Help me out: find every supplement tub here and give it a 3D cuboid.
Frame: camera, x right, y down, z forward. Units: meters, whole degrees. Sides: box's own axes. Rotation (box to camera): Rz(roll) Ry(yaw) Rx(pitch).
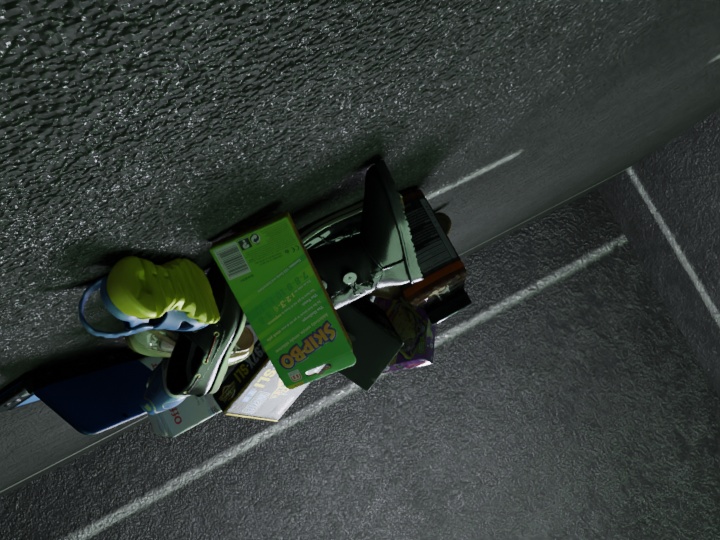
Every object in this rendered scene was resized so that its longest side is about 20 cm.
[{"bbox_3d":[0.095,-0.018,0.951,0.107,0.201,0.107,-27,173,-3],"label":"supplement tub"}]

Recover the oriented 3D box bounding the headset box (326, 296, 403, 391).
[{"bbox_3d":[-0.041,0.075,0.930,0.093,0.174,0.200,-53,-169,5],"label":"headset box"}]

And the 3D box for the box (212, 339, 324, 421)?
[{"bbox_3d":[-0.140,0.171,1.067,0.200,0.049,0.160,-50,147,4],"label":"box"}]

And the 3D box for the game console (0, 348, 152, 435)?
[{"bbox_3d":[-0.407,0.196,0.905,0.170,0.119,0.200,-31,172,21],"label":"game console"}]

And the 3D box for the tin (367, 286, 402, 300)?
[{"bbox_3d":[0.000,0.000,0.979,0.200,0.112,0.042,14,114,-53],"label":"tin"}]

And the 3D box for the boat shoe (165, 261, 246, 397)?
[{"bbox_3d":[-0.196,0.075,0.776,0.063,0.074,0.202,1,118,-45],"label":"boat shoe"}]

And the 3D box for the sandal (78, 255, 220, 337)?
[{"bbox_3d":[-0.222,0.033,0.648,0.087,0.080,0.200,-26,165,11],"label":"sandal"}]

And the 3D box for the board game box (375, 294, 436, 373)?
[{"bbox_3d":[0.075,0.071,1.028,0.120,0.201,0.032,-21,137,41],"label":"board game box"}]

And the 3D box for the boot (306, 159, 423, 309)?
[{"bbox_3d":[-0.039,-0.025,0.729,0.199,0.165,0.066,-17,-154,3],"label":"boot"}]

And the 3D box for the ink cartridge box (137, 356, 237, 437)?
[{"bbox_3d":[-0.304,0.196,1.132,0.200,0.148,0.145,-24,180,-32],"label":"ink cartridge box"}]

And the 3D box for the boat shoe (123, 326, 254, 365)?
[{"bbox_3d":[-0.225,0.089,0.856,0.200,0.073,0.063,19,138,-42],"label":"boat shoe"}]

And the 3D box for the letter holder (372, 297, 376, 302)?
[{"bbox_3d":[-0.023,0.035,1.377,0.200,0.142,0.101,-25,141,-52],"label":"letter holder"}]

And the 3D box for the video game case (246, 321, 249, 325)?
[{"bbox_3d":[-0.235,0.087,0.996,0.199,0.019,0.143,-14,172,-2],"label":"video game case"}]

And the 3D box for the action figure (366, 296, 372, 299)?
[{"bbox_3d":[0.015,-0.019,1.240,0.193,0.105,0.200,-23,-157,10],"label":"action figure"}]

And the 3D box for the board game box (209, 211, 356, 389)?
[{"bbox_3d":[-0.084,0.040,0.702,0.095,0.201,0.030,-22,-161,6],"label":"board game box"}]

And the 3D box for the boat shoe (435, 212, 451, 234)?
[{"bbox_3d":[0.122,-0.047,1.316,0.200,0.072,0.076,-48,176,17],"label":"boat shoe"}]

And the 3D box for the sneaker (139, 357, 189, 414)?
[{"bbox_3d":[-0.283,0.156,0.920,0.077,0.076,0.200,-38,-174,-1],"label":"sneaker"}]

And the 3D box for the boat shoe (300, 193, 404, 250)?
[{"bbox_3d":[-0.021,-0.048,0.866,0.199,0.062,0.075,-25,175,-10],"label":"boat shoe"}]
